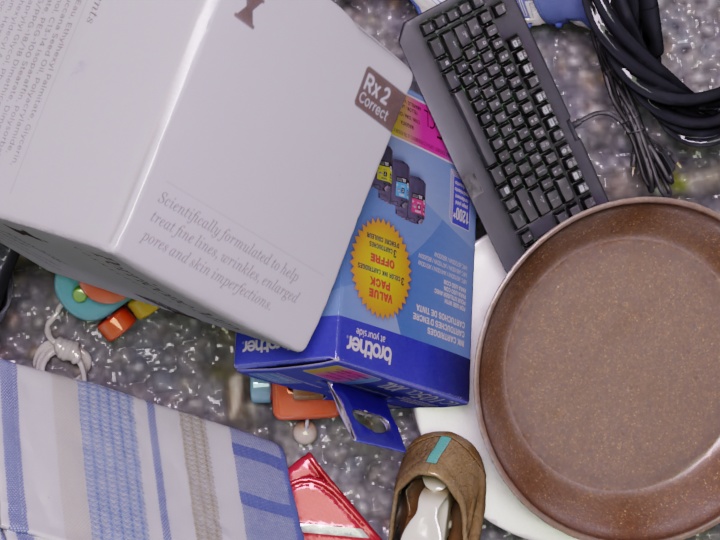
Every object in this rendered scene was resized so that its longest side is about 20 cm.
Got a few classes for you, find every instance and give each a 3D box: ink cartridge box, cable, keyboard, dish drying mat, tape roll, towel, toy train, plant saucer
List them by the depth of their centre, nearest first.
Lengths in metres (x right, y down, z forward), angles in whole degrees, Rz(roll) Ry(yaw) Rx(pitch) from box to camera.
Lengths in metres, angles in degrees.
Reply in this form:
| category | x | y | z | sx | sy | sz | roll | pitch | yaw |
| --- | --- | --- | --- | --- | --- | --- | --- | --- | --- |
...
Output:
| category | x | y | z | sx | sy | sz | roll | pitch | yaw |
| --- | --- | --- | --- | --- | --- | --- | --- | --- | --- |
| towel | -0.119 | 0.126 | 1.144 | 0.199 | 0.147 | 0.024 | 19 | 125 | -28 |
| ink cartridge box | 0.000 | 0.000 | 1.159 | 0.076 | 0.136 | 0.201 | -5 | 75 | 36 |
| plant saucer | 0.156 | 0.057 | 1.181 | 0.199 | 0.037 | 0.202 | -1 | 97 | -13 |
| keyboard | 0.114 | -0.077 | 1.183 | 0.127 | 0.021 | 0.201 | -30 | 105 | -15 |
| cable | 0.192 | -0.172 | 1.194 | 0.163 | 0.051 | 0.201 | 7 | 80 | -39 |
| toy train | -0.094 | 0.031 | 1.201 | 0.199 | 0.056 | 0.151 | 3 | 101 | -1 |
| dish drying mat | -0.083 | 0.200 | 1.227 | 0.200 | 0.018 | 0.077 | -40 | 91 | -3 |
| tape roll | 0.126 | 0.063 | 1.231 | 0.202 | 0.037 | 0.204 | 0 | 88 | -2 |

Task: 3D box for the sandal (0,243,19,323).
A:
| category | x | y | z | sx | sy | sz | roll | pitch | yaw |
| --- | --- | --- | --- | --- | --- | --- | --- | --- | --- |
| sandal | -0.234 | 0.020 | 1.189 | 0.076 | 0.043 | 0.201 | 6 | 79 | 10 |

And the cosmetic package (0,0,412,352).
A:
| category | x | y | z | sx | sy | sz | roll | pitch | yaw |
| --- | --- | --- | --- | --- | --- | --- | --- | --- | --- |
| cosmetic package | -0.115 | -0.078 | 1.065 | 0.199 | 0.165 | 0.166 | 16 | 81 | 38 |

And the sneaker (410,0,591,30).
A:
| category | x | y | z | sx | sy | sz | roll | pitch | yaw |
| --- | --- | --- | --- | --- | --- | --- | --- | --- | --- |
| sneaker | 0.074 | -0.170 | 1.231 | 0.199 | 0.075 | 0.088 | 22 | 109 | -3 |

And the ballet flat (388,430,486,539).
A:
| category | x | y | z | sx | sy | sz | roll | pitch | yaw |
| --- | --- | --- | --- | --- | --- | --- | --- | --- | --- |
| ballet flat | 0.037 | 0.193 | 1.185 | 0.067 | 0.072 | 0.201 | 9 | 102 | 15 |
